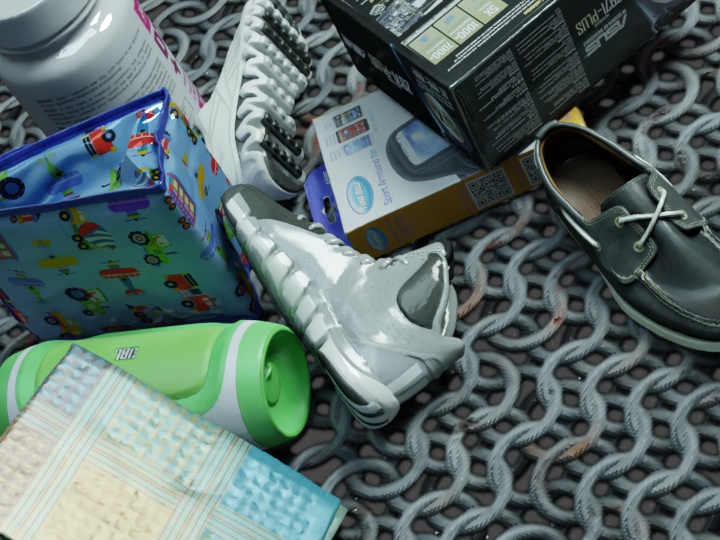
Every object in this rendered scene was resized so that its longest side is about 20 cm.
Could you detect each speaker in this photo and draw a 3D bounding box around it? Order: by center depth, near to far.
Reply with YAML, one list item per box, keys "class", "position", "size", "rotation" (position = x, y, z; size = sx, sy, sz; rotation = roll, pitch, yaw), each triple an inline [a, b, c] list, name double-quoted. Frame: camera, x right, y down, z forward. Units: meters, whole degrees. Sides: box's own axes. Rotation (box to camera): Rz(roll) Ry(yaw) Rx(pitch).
- class: "speaker"
  position: [-0.136, 0.081, 1.084]
  size: [0.199, 0.089, 0.089]
  rotation: [-7, 52, 23]

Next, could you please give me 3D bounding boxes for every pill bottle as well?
- class: "pill bottle"
  position: [-0.198, -0.148, 1.218]
  size: [0.113, 0.200, 0.114]
  rotation: [-14, 50, 17]

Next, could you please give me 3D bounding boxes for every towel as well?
- class: "towel"
  position: [-0.120, 0.141, 0.975]
  size: [0.200, 0.022, 0.147]
  rotation: [30, 47, 4]

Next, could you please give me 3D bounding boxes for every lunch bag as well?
- class: "lunch bag"
  position: [-0.188, -0.017, 1.142]
  size: [0.199, 0.151, 0.094]
  rotation: [-16, 48, 15]

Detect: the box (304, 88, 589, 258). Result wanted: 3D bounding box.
- class: "box"
  position: [0.052, -0.086, 1.150]
  size: [0.200, 0.042, 0.119]
  rotation: [-23, 47, 7]

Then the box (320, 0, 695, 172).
- class: "box"
  position: [0.101, -0.189, 1.122]
  size: [0.200, 0.086, 0.164]
  rotation: [-40, 47, -9]

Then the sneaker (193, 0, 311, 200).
- class: "sneaker"
  position: [-0.086, -0.129, 1.238]
  size: [0.081, 0.075, 0.200]
  rotation: [-21, 44, 27]

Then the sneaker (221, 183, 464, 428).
- class: "sneaker"
  position: [0.000, 0.000, 1.082]
  size: [0.115, 0.075, 0.200]
  rotation: [-33, 63, -6]

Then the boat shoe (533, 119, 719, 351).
- class: "boat shoe"
  position: [0.172, -0.023, 1.018]
  size: [0.072, 0.068, 0.200]
  rotation: [-36, 48, -5]
